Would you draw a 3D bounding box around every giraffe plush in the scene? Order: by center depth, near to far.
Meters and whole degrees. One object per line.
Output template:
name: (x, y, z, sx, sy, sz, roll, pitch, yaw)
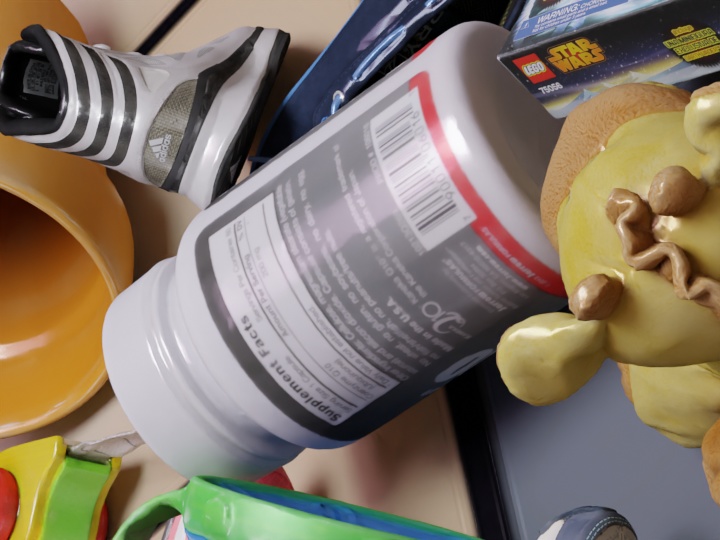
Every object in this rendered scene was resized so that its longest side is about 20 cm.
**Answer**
giraffe plush: (0.124, -0.001, 0.947, 0.200, 0.161, 0.174, 20, 93, 56)

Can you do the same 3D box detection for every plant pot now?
plant pot: (-0.206, -0.048, 1.420, 0.200, 0.199, 0.184, -42, 30, 37)

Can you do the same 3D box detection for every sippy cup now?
sippy cup: (-0.015, 0.158, 1.103, 0.177, 0.139, 0.131, 10, 87, 56)

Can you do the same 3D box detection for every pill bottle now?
pill bottle: (0.000, 0.000, 1.134, 0.200, 0.114, 0.114, -34, 50, 28)

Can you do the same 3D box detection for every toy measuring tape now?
toy measuring tape: (-0.135, 0.115, 1.347, 0.199, 0.073, 0.074, -16, 64, 51)

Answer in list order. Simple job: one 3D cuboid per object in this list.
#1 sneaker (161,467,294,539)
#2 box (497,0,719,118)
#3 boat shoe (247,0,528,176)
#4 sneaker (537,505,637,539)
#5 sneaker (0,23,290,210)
sneaker: (-0.035, 0.173, 1.201, 0.086, 0.074, 0.202, -7, 75, 39)
box: (0.150, -0.135, 1.024, 0.199, 0.040, 0.137, -15, 38, 51)
boat shoe: (0.006, -0.063, 1.203, 0.201, 0.084, 0.069, -66, 24, 16)
sneaker: (0.099, 0.183, 1.007, 0.086, 0.077, 0.201, -9, 76, 40)
sneaker: (-0.098, -0.087, 1.272, 0.201, 0.115, 0.076, -80, 11, -78)
